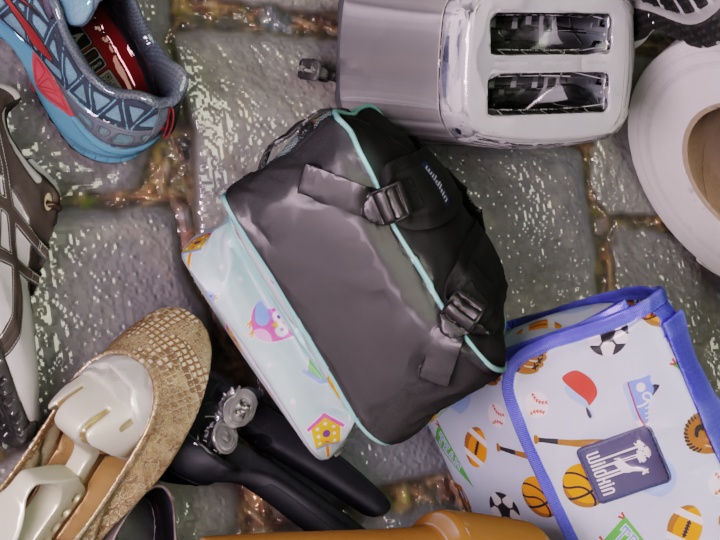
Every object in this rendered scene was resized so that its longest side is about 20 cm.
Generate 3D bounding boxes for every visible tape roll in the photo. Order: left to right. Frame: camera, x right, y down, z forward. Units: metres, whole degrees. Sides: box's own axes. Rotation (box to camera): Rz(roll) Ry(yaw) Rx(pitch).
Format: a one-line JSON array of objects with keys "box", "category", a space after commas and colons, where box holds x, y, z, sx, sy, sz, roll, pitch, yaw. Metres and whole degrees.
[{"box": [0.300, -0.099, 1.263, 0.139, 0.202, 0.204, -40, 101, -35], "category": "tape roll"}]

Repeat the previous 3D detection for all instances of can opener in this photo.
[{"box": [-0.052, 0.106, 1.055, 0.199, 0.078, 0.064, 30, 69, -37], "category": "can opener"}]

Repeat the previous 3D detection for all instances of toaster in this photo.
[{"box": [0.075, -0.132, 1.147, 0.199, 0.129, 0.115, -3, 100, -35], "category": "toaster"}]

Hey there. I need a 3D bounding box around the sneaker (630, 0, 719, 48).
[{"box": [0.200, -0.184, 1.146, 0.080, 0.200, 0.074, -33, 104, -12], "category": "sneaker"}]

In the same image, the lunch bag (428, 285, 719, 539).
[{"box": [0.139, 0.106, 1.104, 0.123, 0.199, 0.171, -27, 95, -36], "category": "lunch bag"}]

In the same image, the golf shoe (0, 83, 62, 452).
[{"box": [-0.188, -0.010, 0.983, 0.094, 0.078, 0.202, -16, 89, -36], "category": "golf shoe"}]

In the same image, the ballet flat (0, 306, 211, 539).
[{"box": [-0.145, 0.102, 0.951, 0.201, 0.070, 0.065, -59, 157, -8], "category": "ballet flat"}]

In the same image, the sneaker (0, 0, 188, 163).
[{"box": [-0.163, -0.156, 1.023, 0.200, 0.095, 0.079, 50, 56, -14], "category": "sneaker"}]

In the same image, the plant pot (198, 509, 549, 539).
[{"box": [-0.009, 0.218, 0.994, 0.182, 0.200, 0.202, 12, 71, -15], "category": "plant pot"}]

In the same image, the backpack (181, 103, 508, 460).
[{"box": [0.000, 0.000, 1.053, 0.176, 0.153, 0.200, 54, 19, -5], "category": "backpack"}]

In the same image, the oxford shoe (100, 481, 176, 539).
[{"box": [-0.131, 0.206, 0.972, 0.071, 0.072, 0.202, 11, 73, -32], "category": "oxford shoe"}]
